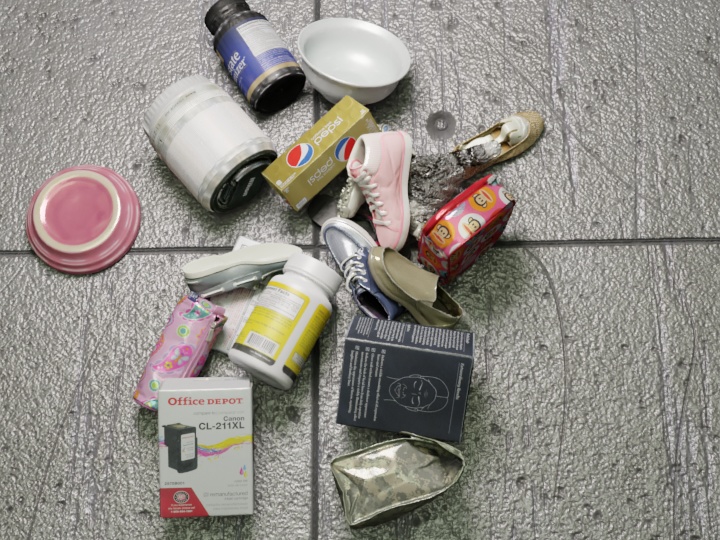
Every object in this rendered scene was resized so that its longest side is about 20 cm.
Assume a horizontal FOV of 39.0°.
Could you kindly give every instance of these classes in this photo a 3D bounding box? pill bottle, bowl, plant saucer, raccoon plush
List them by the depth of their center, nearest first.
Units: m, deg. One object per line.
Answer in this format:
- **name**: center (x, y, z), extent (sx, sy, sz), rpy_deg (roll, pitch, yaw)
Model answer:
- **pill bottle**: center (-0.116, 0.080, 1.634), extent (0.114, 0.114, 0.200), rpy_deg (27, 75, 10)
- **raccoon plush**: center (0.144, -0.127, 1.686), extent (0.200, 0.097, 0.134), rpy_deg (-15, 83, 36)
- **plant saucer**: center (-0.483, -0.095, 1.757), extent (0.200, 0.051, 0.201), rpy_deg (-1, 72, 2)
- **bowl**: center (-0.018, -0.350, 1.782), extent (0.201, 0.090, 0.201), rpy_deg (7, 46, -7)
- **pill bottle**: center (-0.191, -0.387, 1.806), extent (0.112, 0.112, 0.200), rpy_deg (-32, 74, -8)

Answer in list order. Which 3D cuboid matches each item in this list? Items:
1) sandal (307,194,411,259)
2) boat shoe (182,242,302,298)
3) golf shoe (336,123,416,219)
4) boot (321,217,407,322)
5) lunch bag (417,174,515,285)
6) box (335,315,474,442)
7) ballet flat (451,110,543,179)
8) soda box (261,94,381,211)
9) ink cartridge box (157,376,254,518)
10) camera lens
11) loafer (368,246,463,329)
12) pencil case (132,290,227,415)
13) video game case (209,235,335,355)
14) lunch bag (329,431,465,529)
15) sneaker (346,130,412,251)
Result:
- **sandal**: center (-0.006, -0.067, 1.734), extent (0.200, 0.045, 0.075), rpy_deg (32, 75, 11)
- **boat shoe**: center (-0.193, 0.002, 1.700), extent (0.200, 0.073, 0.062), rpy_deg (-12, 115, -9)
- **golf shoe**: center (0.031, -0.158, 1.736), extent (0.097, 0.078, 0.200), rpy_deg (30, 64, -3)
- **boot**: center (0.000, 0.000, 1.665), extent (0.200, 0.090, 0.073), rpy_deg (46, 118, 2)
- **lunch bag**: center (0.180, -0.070, 1.648), extent (0.176, 0.200, 0.082), rpy_deg (-38, 76, -13)
- **box**: center (0.071, 0.168, 1.593), extent (0.200, 0.107, 0.149), rpy_deg (9, 108, 5)
- **ballet flat**: center (0.237, -0.222, 1.764), extent (0.200, 0.065, 0.071), rpy_deg (-34, 76, -8)
- **soda box**: center (-0.064, -0.197, 1.702), extent (0.200, 0.064, 0.068), rpy_deg (-43, 50, -6)
- **ink cartridge box**: center (-0.238, 0.271, 1.575), extent (0.146, 0.083, 0.200), rpy_deg (-1, 94, -5)
- **camera lens**: center (-0.251, -0.211, 1.728), extent (0.160, 0.160, 0.200), rpy_deg (-40, 75, -10)
- **loafer**: center (0.093, 0.025, 1.644), extent (0.200, 0.068, 0.076), rpy_deg (43, 37, -23)
- **pencil case**: center (-0.289, 0.136, 1.644), extent (0.087, 0.087, 0.200), rpy_deg (27, 87, 10)
- **video game case**: center (-0.160, 0.060, 1.712), extent (0.182, 0.022, 0.200), rpy_deg (20, 74, 8)
- **lunch bag**: center (0.061, 0.312, 1.550), extent (0.200, 0.164, 0.118), rpy_deg (-17, 74, -4)
- **sneaker**: center (0.024, -0.129, 1.660), extent (0.105, 0.075, 0.200), rpy_deg (-2, 99, -32)
